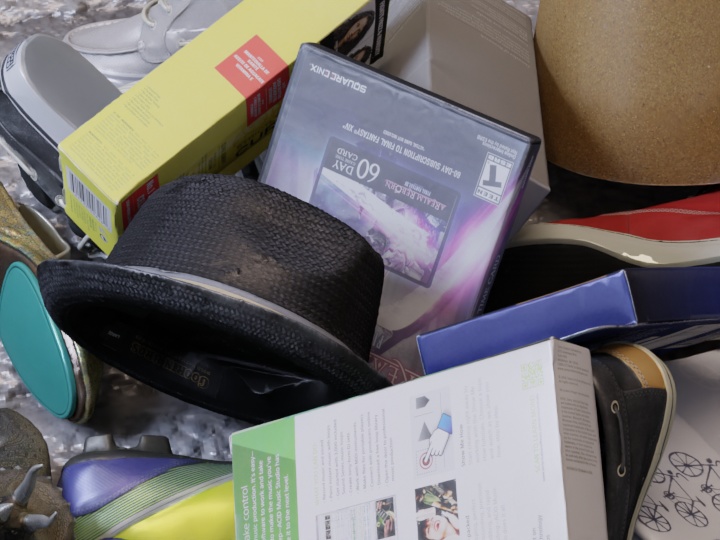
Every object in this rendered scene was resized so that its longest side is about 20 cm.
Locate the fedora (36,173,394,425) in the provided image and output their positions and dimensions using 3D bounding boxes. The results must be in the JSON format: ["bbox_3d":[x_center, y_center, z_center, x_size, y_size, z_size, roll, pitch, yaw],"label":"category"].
[{"bbox_3d":[-0.060,0.010,1.230,0.199,0.201,0.092,16,71,16],"label":"fedora"}]

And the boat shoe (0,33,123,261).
[{"bbox_3d":[-0.136,-0.039,1.372,0.199,0.068,0.074,43,39,-9],"label":"boat shoe"}]

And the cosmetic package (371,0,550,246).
[{"bbox_3d":[0.042,-0.078,1.376,0.090,0.107,0.201,28,31,-19],"label":"cosmetic package"}]

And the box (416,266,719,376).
[{"bbox_3d":[0.113,0.028,1.208,0.121,0.033,0.200,-19,-9,32],"label":"box"}]

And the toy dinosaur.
[{"bbox_3d":[-0.190,0.112,1.222,0.102,0.077,0.200,-25,23,1],"label":"toy dinosaur"}]

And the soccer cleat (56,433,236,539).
[{"bbox_3d":[-0.056,0.130,1.233,0.198,0.065,0.084,3,68,-2],"label":"soccer cleat"}]

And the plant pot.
[{"bbox_3d":[0.185,-0.177,1.418,0.185,0.201,0.187,-2,24,1],"label":"plant pot"}]

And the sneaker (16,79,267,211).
[{"bbox_3d":[-0.101,-0.085,1.424,0.199,0.076,0.081,-3,24,23],"label":"sneaker"}]

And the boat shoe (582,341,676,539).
[{"bbox_3d":[0.092,0.130,1.135,0.074,0.201,0.062,21,11,38],"label":"boat shoe"}]

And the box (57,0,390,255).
[{"bbox_3d":[-0.071,-0.092,1.314,0.200,0.075,0.050,-39,71,-22],"label":"box"}]

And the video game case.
[{"bbox_3d":[0.000,0.000,1.277,0.142,0.201,0.019,25,14,25],"label":"video game case"}]

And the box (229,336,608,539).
[{"bbox_3d":[0.024,0.124,1.122,0.199,0.036,0.145,-17,66,36],"label":"box"}]

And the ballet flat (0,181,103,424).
[{"bbox_3d":[-0.180,0.007,1.355,0.070,0.071,0.200,-25,48,-25],"label":"ballet flat"}]

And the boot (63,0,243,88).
[{"bbox_3d":[-0.101,-0.161,1.492,0.198,0.096,0.074,0,34,15],"label":"boot"}]

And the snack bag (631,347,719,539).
[{"bbox_3d":[0.188,0.104,1.225,0.199,0.022,0.189,-6,39,-42],"label":"snack bag"}]

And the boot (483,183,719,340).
[{"bbox_3d":[0.163,-0.015,1.384,0.198,0.073,0.144,0,25,13],"label":"boot"}]
